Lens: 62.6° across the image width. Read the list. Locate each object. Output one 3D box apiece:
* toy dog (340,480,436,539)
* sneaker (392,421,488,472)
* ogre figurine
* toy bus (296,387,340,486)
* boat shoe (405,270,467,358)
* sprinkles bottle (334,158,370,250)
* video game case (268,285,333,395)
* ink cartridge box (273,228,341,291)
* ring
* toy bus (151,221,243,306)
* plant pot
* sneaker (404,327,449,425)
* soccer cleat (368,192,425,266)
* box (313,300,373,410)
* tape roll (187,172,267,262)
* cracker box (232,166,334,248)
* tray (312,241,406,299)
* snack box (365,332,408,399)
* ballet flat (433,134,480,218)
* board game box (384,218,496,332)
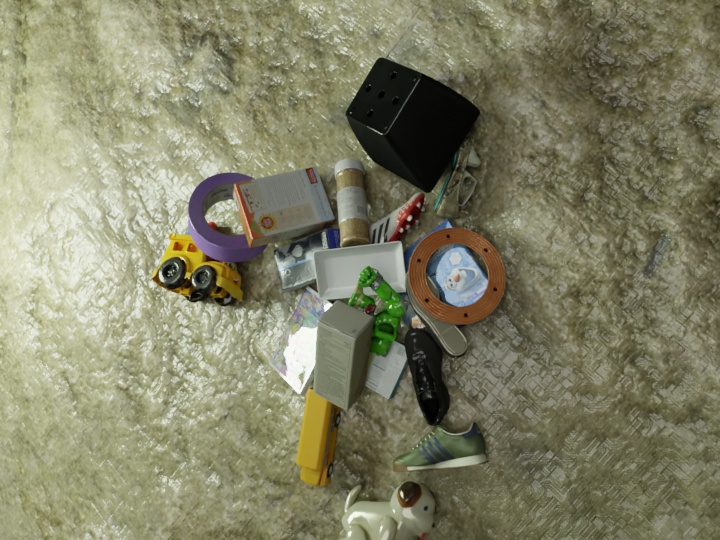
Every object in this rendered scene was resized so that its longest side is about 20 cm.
[{"bbox_3d":[0.068,0.510,1.198,0.198,0.140,0.196,-35,38,13],"label":"toy dog"},{"bbox_3d":[0.158,0.358,1.209,0.196,0.067,0.092,-11,73,17],"label":"sneaker"},{"bbox_3d":[0.024,0.101,1.220,0.118,0.098,0.204,24,98,4],"label":"ogre figurine"},{"bbox_3d":[-0.091,0.360,1.282,0.064,0.078,0.205,8,86,19],"label":"toy bus"},{"bbox_3d":[0.147,0.091,1.200,0.066,0.057,0.202,-28,73,-10],"label":"boat shoe"},{"bbox_3d":[-0.018,-0.144,1.293,0.067,0.068,0.204,-13,64,17],"label":"sprinkles bottle"},{"bbox_3d":[-0.122,0.153,1.318,0.142,0.018,0.203,31,95,46],"label":"video game case"},{"bbox_3d":[-0.103,-0.027,1.333,0.197,0.039,0.102,-20,77,27],"label":"ink cartridge box"},{"bbox_3d":[0.193,0.011,1.190,0.195,0.019,0.205,1,72,-2],"label":"ring"},{"bbox_3d":[-0.365,-0.027,1.405,0.195,0.136,0.196,7,70,17],"label":"toy bus"},{"bbox_3d":[0.090,-0.316,1.214,0.199,0.176,0.202,37,96,39],"label":"plant pot"},{"bbox_3d":[0.135,0.215,1.191,0.074,0.091,0.204,-17,98,16],"label":"sneaker"},{"bbox_3d":[0.063,-0.095,1.287,0.085,0.068,0.202,39,101,23],"label":"soccer cleat"},{"bbox_3d":[-0.037,0.173,1.195,0.094,0.078,0.203,24,129,21],"label":"box"},{"bbox_3d":[-0.294,-0.123,1.356,0.195,0.066,0.204,6,61,-11],"label":"tape roll"},{"bbox_3d":[-0.172,-0.143,1.323,0.196,0.058,0.137,-15,76,-22],"label":"cracker box"},{"bbox_3d":[0.000,0.000,1.258,0.195,0.022,0.110,-6,101,13],"label":"tray"},{"bbox_3d":[0.006,0.179,1.291,0.197,0.037,0.118,27,91,19],"label":"snack box"},{"bbox_3d":[0.213,-0.205,1.253,0.074,0.068,0.205,15,85,-1],"label":"ballet flat"},{"bbox_3d":[0.161,0.033,1.251,0.199,0.043,0.201,-37,73,12],"label":"board game box"}]
